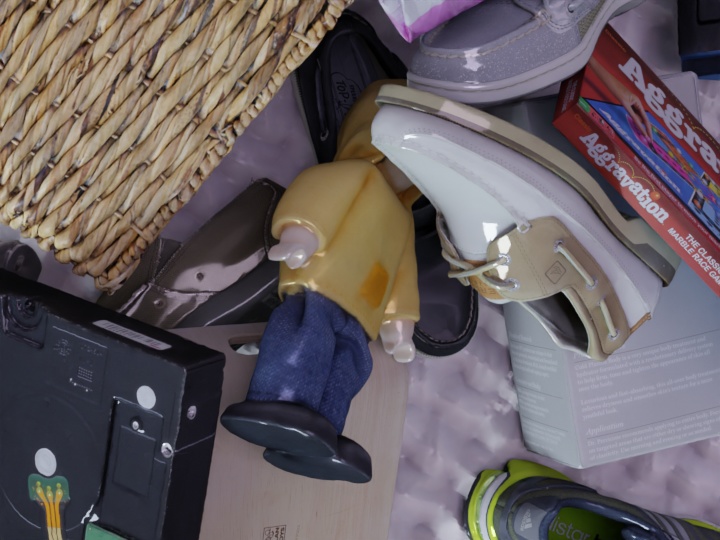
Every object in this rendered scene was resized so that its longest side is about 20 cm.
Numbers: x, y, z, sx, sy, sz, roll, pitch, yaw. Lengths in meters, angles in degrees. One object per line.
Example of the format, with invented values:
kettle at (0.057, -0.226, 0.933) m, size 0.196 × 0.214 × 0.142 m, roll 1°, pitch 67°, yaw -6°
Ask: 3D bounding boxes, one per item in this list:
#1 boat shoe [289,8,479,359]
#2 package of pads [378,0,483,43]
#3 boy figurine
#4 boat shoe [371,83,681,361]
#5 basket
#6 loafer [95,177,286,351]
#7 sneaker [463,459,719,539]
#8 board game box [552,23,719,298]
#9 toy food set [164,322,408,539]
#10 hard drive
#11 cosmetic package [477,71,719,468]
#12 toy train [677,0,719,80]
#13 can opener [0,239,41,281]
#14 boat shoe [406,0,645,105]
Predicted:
boat shoe at (0.020, -0.044, 0.820) m, size 0.074 × 0.066 × 0.200 m, roll -18°, pitch 97°, yaw -13°
package of pads at (0.035, -0.210, 0.711) m, size 0.120 × 0.200 × 0.076 m, roll -26°, pitch 142°, yaw 8°
boy figurine at (0.000, 0.000, 0.740) m, size 0.124 × 0.064 × 0.200 m, roll 49°, pitch 54°, yaw -47°
boat shoe at (0.075, -0.017, 0.722) m, size 0.200 × 0.075 × 0.068 m, roll 30°, pitch 84°, yaw -36°
basket at (-0.115, -0.120, 0.730) m, size 0.149 × 0.143 × 0.200 m, roll 36°, pitch 107°, yaw -16°
loafer at (-0.100, 0.022, 0.797) m, size 0.200 × 0.075 × 0.070 m, roll -34°, pitch 71°, yaw -12°
sneaker at (0.157, 0.166, 0.861) m, size 0.200 × 0.081 × 0.074 m, roll 19°, pitch 88°, yaw -15°
board game box at (0.172, -0.033, 0.768) m, size 0.200 × 0.103 × 0.019 m, roll 44°, pitch 121°, yaw -16°
toy food set at (-0.059, 0.124, 0.788) m, size 0.143 × 0.060 × 0.200 m, roll -2°, pitch 107°, yaw -33°
hard drive at (-0.139, 0.113, 0.721) m, size 0.140 × 0.038 × 0.200 m, roll 18°, pitch 107°, yaw 27°
cosmetic package at (0.135, -0.002, 0.845) m, size 0.107 × 0.090 × 0.200 m, roll -9°, pitch 92°, yaw -16°
toy train at (0.232, -0.193, 0.847) m, size 0.114 × 0.087 × 0.200 m, roll -4°, pitch 95°, yaw -39°
can opener at (-0.219, 0.071, 0.779) m, size 0.067 × 0.053 × 0.200 m, roll 22°, pitch 87°, yaw 17°
boat shoe at (0.090, -0.142, 0.744) m, size 0.202 × 0.074 × 0.065 m, roll -38°, pitch 126°, yaw -33°
